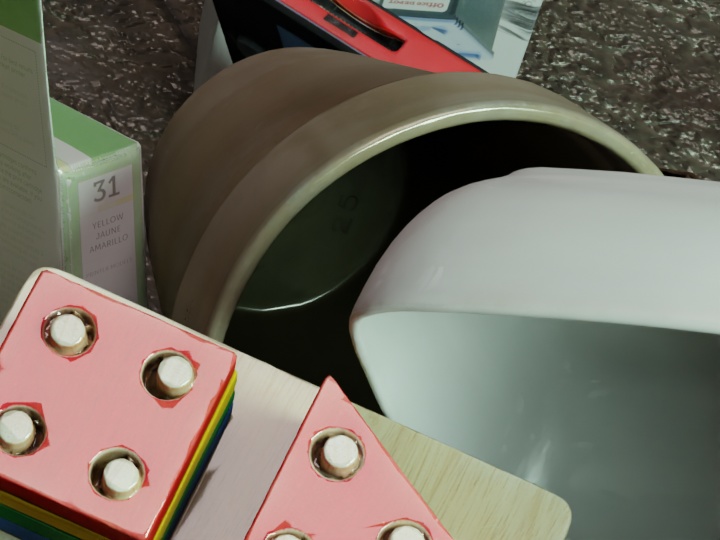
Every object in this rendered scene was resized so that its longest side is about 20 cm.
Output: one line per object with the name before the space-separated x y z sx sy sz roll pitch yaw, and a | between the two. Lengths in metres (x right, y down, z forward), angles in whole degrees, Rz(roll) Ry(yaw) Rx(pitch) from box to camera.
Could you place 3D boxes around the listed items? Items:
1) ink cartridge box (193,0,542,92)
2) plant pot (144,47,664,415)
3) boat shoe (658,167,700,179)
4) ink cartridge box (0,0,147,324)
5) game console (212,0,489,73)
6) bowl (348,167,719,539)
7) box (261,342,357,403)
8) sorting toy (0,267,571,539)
ink cartridge box | 0.012 -0.152 1.328 0.146 0.200 0.086 10 39 -8
plant pot | 0.000 0.000 1.093 0.199 0.201 0.174 -5 25 -25
boat shoe | 0.134 -0.013 1.310 0.200 0.070 0.070 24 37 7
ink cartridge box | -0.145 -0.064 1.133 0.048 0.201 0.145 -19 32 -37
game console | 0.024 -0.047 1.241 0.200 0.177 0.031 34 69 20
bowl | 0.112 0.035 0.951 0.199 0.200 0.075 6 61 22
box | -0.008 0.101 1.132 0.200 0.046 0.159 -13 46 -32
sorting toy | -0.057 0.111 0.902 0.198 0.070 0.200 24 65 6
